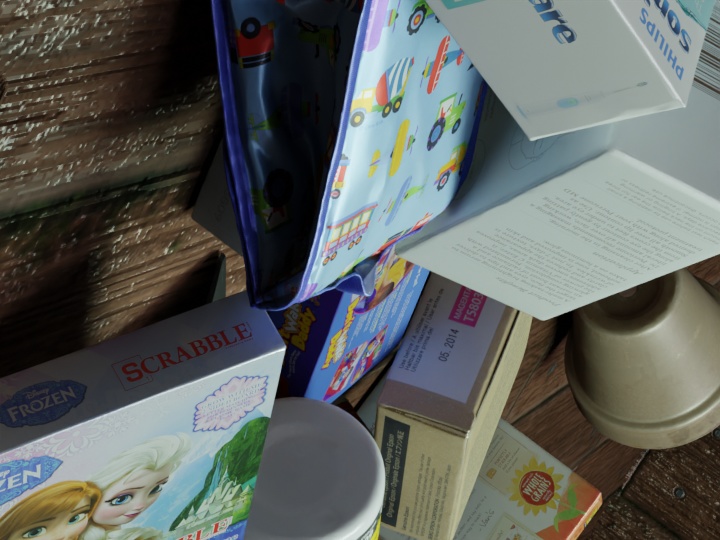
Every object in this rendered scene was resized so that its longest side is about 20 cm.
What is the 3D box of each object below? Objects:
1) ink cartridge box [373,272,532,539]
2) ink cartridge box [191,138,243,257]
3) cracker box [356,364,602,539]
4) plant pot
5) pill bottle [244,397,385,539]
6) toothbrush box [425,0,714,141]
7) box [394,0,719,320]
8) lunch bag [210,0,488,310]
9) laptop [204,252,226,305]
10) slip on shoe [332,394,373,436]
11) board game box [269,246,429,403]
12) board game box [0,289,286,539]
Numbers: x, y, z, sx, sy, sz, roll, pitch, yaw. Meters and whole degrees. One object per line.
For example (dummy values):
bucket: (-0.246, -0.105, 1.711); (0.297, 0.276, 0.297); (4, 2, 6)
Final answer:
ink cartridge box: (0.072, 0.078, 1.403); (0.165, 0.075, 0.201); (94, 18, -52)
ink cartridge box: (-0.004, -0.083, 1.039); (0.200, 0.050, 0.109); (-26, 147, -56)
cracker box: (0.076, 0.176, 1.508); (0.134, 0.200, 0.058); (-52, 165, -7)
plant pot: (0.295, 0.062, 1.961); (0.201, 0.200, 0.175); (-51, 146, -12)
pill bottle: (-0.046, 0.184, 1.237); (0.114, 0.114, 0.201); (-44, 156, -31)
toothbrush box: (0.098, -0.183, 0.836); (0.146, 0.085, 0.201); (47, 48, -35)
box: (0.125, -0.080, 0.996); (0.200, 0.106, 0.153); (-25, -134, 57)
lunch bag: (0.005, -0.079, 0.896); (0.150, 0.094, 0.201); (-34, 134, -50)
laptop: (-0.150, 0.106, 1.084); (0.199, 0.104, 0.178); (-21, 152, -16)
slip on shoe: (-0.059, 0.164, 1.359); (0.200, 0.061, 0.074); (-40, 160, -37)
board game box: (0.000, 0.000, 1.225); (0.134, 0.045, 0.201); (-38, 157, -45)
board game box: (-0.143, 0.113, 0.939); (0.199, 0.041, 0.200); (-21, 149, -24)
